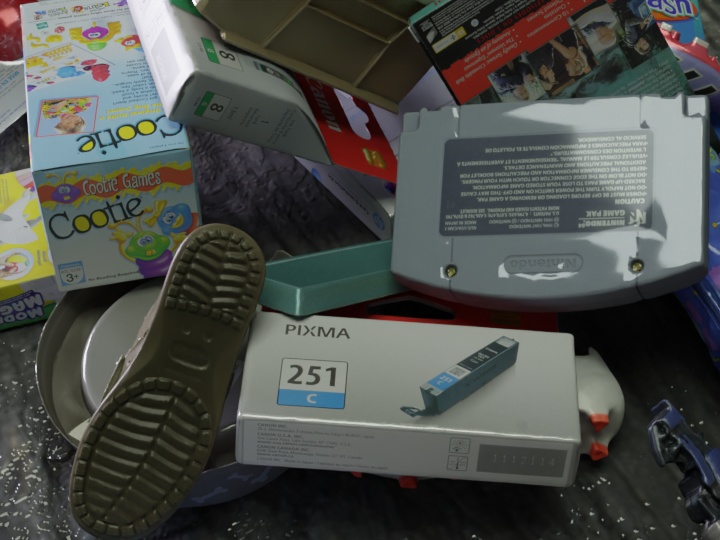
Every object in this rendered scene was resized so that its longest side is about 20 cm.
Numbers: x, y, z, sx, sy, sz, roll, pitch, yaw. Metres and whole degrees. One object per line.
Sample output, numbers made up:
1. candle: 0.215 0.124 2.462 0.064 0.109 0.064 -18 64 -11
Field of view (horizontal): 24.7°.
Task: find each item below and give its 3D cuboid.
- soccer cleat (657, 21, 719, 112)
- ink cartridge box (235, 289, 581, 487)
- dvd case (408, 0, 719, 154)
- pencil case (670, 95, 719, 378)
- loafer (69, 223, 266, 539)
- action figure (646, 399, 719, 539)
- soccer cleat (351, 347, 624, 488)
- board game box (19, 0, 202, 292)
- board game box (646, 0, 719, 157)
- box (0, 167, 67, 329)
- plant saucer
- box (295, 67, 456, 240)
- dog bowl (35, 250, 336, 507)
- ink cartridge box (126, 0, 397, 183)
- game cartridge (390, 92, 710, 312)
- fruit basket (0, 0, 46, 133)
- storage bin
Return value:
1. soccer cleat: 0.179 -0.149 1.153 0.199 0.077 0.067 26 9 -16
2. ink cartridge box: 0.030 0.050 1.006 0.198 0.045 0.177 4 39 0
3. dvd case: 0.142 -0.125 1.115 0.145 0.201 0.022 -32 22 6
4. pencil case: 0.222 -0.017 1.063 0.087 0.078 0.201 -8 64 -56
5. loafer: -0.111 0.068 0.986 0.076 0.067 0.201 27 90 -3
6. action figure: 0.195 0.182 0.930 0.193 0.105 0.201 -29 77 -25
7. soccer cleat: 0.068 0.089 1.047 0.198 0.070 0.078 -4 41 -5
8. board game box: -0.172 -0.095 1.131 0.104 0.104 0.201 -9 41 -6
9. board game box: 0.185 -0.156 1.225 0.151 0.045 0.201 10 48 -12
10. box: -0.225 -0.023 1.179 0.198 0.049 0.118 -14 48 -4
11. plant saucer: 0.000 0.000 1.078 0.070 0.019 0.199 15 18 37
12. box: 0.023 -0.121 1.243 0.155 0.041 0.200 -32 53 -21
13. dog bowl: -0.110 0.067 1.083 0.198 0.059 0.201 -3 50 3
14. ink cartridge box: -0.058 -0.144 1.134 0.199 0.050 0.162 12 37 -33
15. game cartridge: 0.118 -0.041 1.031 0.198 0.042 0.134 -1 76 18
16. fruit basket: -0.310 -0.200 1.329 0.199 0.094 0.185 37 61 13
17. storage bin: -0.046 -0.231 1.139 0.094 0.198 0.201 -47 49 24
